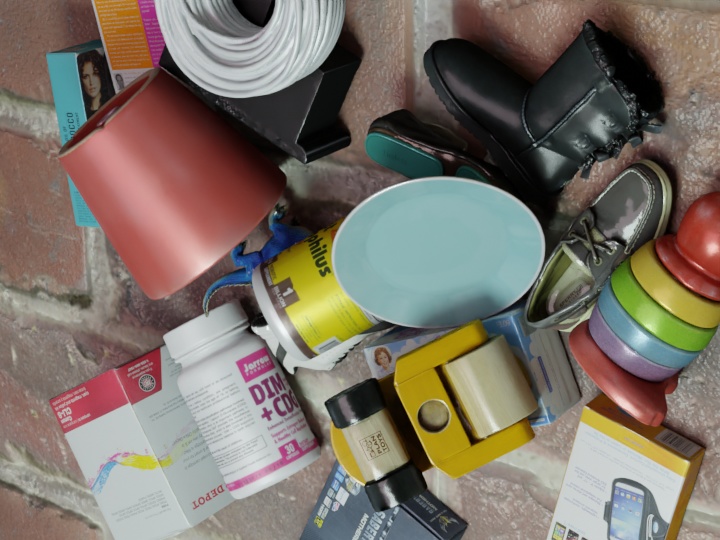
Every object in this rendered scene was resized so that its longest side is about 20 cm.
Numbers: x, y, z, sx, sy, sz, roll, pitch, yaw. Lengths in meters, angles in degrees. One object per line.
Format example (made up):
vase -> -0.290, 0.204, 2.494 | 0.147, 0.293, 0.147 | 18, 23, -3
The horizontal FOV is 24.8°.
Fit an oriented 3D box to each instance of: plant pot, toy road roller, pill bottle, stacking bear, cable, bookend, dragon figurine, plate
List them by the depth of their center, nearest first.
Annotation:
stacking bear -> 0.284, 0.018, 1.453 | 0.113, 0.121, 0.200 | 36, 117, 4
plate -> 0.072, -0.021, 1.523 | 0.199, 0.026, 0.201 | -1, 137, -1
cable -> -0.108, -0.267, 1.561 | 0.199, 0.069, 0.201 | -26, 92, 35
toy road roller -> 0.066, 0.137, 1.592 | 0.199, 0.146, 0.124 | -26, 90, 5
pill bottle -> 0.000, 0.000, 1.624 | 0.199, 0.109, 0.110 | -29, 88, 7
bookend -> -0.076, -0.249, 1.644 | 0.198, 0.092, 0.201 | 34, 121, 18
plant pot -> -0.205, -0.099, 1.701 | 0.200, 0.201, 0.177 | -27, 111, 41
dragon figurine -> -0.088, 0.000, 1.727 | 0.200, 0.059, 0.100 | -37, 50, 6
pill bottle -> -0.135, 0.142, 1.826 | 0.113, 0.113, 0.201 | -27, 89, 41

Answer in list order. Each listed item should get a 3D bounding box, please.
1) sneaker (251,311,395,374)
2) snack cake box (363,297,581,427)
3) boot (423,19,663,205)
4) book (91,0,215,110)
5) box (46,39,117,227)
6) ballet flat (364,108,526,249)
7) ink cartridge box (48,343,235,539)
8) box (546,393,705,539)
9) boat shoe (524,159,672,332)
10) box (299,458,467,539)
sneaker -> -0.024, 0.061, 1.747 | 0.199, 0.074, 0.080 | -11, 116, 44
snack cake box -> 0.110, 0.103, 1.646 | 0.199, 0.067, 0.116 | -15, 99, 41
boot -> 0.168, -0.168, 1.493 | 0.199, 0.073, 0.162 | 51, 133, 2
book -> -0.228, -0.258, 1.782 | 0.133, 0.048, 0.201 | 6, 112, 44
box -> -0.296, -0.156, 1.861 | 0.049, 0.082, 0.201 | 5, 110, 36
ballet flat -> 0.097, -0.098, 1.571 | 0.200, 0.068, 0.068 | 35, 142, 16
ink cartridge box -> -0.233, 0.199, 1.905 | 0.144, 0.145, 0.201 | -25, 90, 42
box -> 0.253, 0.234, 1.603 | 0.119, 0.041, 0.201 | 28, 125, 27
boat shoe -> 0.216, -0.015, 1.513 | 0.072, 0.066, 0.201 | 51, 131, 26
box -> 0.014, 0.310, 1.813 | 0.157, 0.051, 0.201 | 38, 126, 20
